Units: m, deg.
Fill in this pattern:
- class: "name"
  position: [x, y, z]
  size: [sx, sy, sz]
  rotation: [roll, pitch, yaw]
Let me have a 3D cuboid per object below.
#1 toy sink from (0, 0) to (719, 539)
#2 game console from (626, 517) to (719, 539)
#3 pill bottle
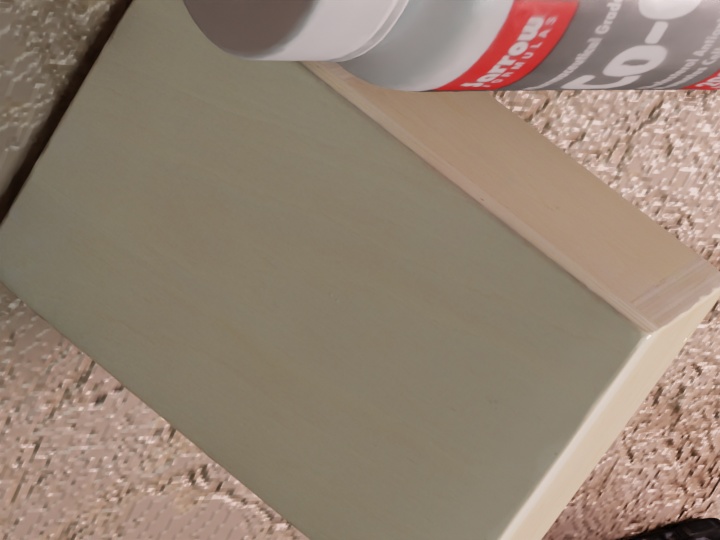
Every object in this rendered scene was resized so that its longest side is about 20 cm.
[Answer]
- class: "toy sink"
  position: [0.000, 0.000, 0.883]
  size: [0.130, 0.200, 0.112]
  rotation: [-57, 168, 21]
- class: "game console"
  position: [0.106, 0.190, 1.170]
  size: [0.200, 0.119, 0.172]
  rotation: [-10, 134, -30]
- class: "pill bottle"
  position: [0.047, -0.113, 0.821]
  size: [0.200, 0.114, 0.114]
  rotation: [-4, 131, -36]
